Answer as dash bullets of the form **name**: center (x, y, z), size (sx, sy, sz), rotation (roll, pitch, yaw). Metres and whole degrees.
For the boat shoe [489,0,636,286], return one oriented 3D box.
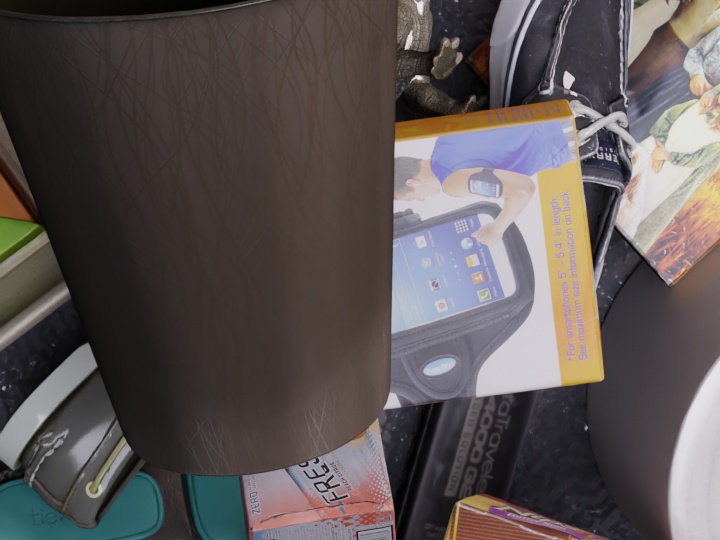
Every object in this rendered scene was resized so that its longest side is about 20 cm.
- **boat shoe**: center (0.092, -0.054, 1.287), size (0.071, 0.068, 0.201), rotation (11, 97, -37)

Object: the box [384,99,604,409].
- **box**: center (0.000, 0.000, 1.244), size (0.199, 0.041, 0.120), rotation (-8, 104, -1)

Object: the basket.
- **basket**: center (-0.058, -0.033, 1.140), size (0.179, 0.136, 0.201), rotation (0, 117, 17)

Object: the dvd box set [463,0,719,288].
- **dvd box set**: center (0.168, -0.112, 1.345), size (0.200, 0.029, 0.146), rotation (-42, 90, 2)

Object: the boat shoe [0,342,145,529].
- **boat shoe**: center (-0.076, 0.032, 1.313), size (0.060, 0.072, 0.202), rotation (44, 75, 8)

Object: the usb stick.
- **usb stick**: center (0.057, 0.067, 1.395), size (0.055, 0.033, 0.201), rotation (10, 103, -22)

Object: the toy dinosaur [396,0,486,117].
- **toy dinosaur**: center (-0.012, -0.082, 1.301), size (0.200, 0.102, 0.077), rotation (-53, 148, 1)

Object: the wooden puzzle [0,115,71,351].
- **wooden puzzle**: center (-0.228, -0.033, 1.250), size (0.185, 0.037, 0.200), rotation (-37, 79, 0)

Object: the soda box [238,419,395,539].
- **soda box**: center (-0.017, 0.131, 1.277), size (0.063, 0.069, 0.200), rotation (-8, 145, -3)

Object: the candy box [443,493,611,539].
- **candy box**: center (0.073, 0.214, 1.298), size (0.116, 0.056, 0.201), rotation (17, 94, 16)

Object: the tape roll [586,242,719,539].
- **tape roll**: center (0.221, 0.076, 1.376), size (0.201, 0.139, 0.204), rotation (-4, 107, -11)

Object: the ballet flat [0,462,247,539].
- **ballet flat**: center (-0.089, 0.112, 1.356), size (0.199, 0.075, 0.068), rotation (-6, 77, -11)
